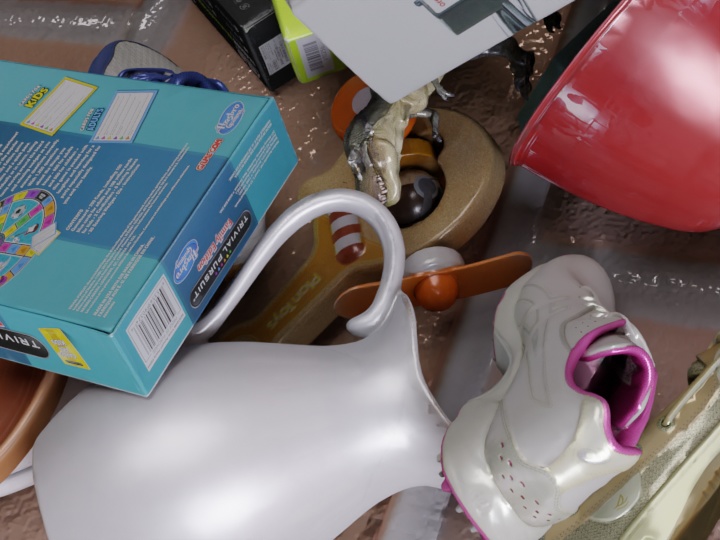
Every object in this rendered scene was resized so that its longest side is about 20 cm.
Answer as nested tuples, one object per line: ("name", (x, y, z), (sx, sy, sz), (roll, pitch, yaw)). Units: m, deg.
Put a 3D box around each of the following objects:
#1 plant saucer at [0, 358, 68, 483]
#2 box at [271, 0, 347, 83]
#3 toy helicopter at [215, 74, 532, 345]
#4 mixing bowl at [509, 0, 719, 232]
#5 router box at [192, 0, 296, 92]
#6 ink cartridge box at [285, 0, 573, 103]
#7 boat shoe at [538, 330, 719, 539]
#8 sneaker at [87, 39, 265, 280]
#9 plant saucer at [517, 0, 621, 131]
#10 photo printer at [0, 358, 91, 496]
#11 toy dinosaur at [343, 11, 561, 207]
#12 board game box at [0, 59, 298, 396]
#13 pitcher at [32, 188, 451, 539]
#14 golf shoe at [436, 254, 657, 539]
("plant saucer", (-0.236, 0.052, 0.772), (0.199, 0.032, 0.201), (-9, 53, 12))
("box", (-0.007, -0.215, 0.889), (0.121, 0.048, 0.201), (-18, 60, 1))
("toy helicopter", (0.000, 0.000, 0.805), (0.200, 0.079, 0.132), (-47, 52, -2))
("mixing bowl", (0.178, -0.092, 0.755), (0.108, 0.200, 0.200), (43, 74, 8))
("router box", (-0.050, -0.225, 0.981), (0.149, 0.062, 0.200), (-34, 53, -7))
("ink cartridge box", (0.066, -0.190, 0.712), (0.199, 0.083, 0.147), (-26, 42, 29))
("boat shoe", (0.152, 0.074, 0.700), (0.063, 0.073, 0.201), (33, 77, 28))
("sneaker", (-0.100, -0.087, 0.867), (0.075, 0.089, 0.200), (-14, 46, -26))
("plant saucer", (0.153, -0.143, 0.821), (0.019, 0.070, 0.200), (41, 60, 8))
("photo printer", (-0.197, 0.029, 0.839), (0.166, 0.070, 0.201), (-25, 52, -1))
("toy dinosaur", (0.052, -0.122, 0.781), (0.088, 0.048, 0.201), (8, 62, 19))
("board game box", (-0.152, -0.030, 0.745), (0.199, 0.047, 0.151), (11, 53, 29))
("pitcher", (-0.055, 0.064, 0.726), (0.199, 0.121, 0.173), (-18, 78, -1))
("golf shoe", (0.102, 0.047, 0.694), (0.091, 0.075, 0.200), (-32, 17, 32))
